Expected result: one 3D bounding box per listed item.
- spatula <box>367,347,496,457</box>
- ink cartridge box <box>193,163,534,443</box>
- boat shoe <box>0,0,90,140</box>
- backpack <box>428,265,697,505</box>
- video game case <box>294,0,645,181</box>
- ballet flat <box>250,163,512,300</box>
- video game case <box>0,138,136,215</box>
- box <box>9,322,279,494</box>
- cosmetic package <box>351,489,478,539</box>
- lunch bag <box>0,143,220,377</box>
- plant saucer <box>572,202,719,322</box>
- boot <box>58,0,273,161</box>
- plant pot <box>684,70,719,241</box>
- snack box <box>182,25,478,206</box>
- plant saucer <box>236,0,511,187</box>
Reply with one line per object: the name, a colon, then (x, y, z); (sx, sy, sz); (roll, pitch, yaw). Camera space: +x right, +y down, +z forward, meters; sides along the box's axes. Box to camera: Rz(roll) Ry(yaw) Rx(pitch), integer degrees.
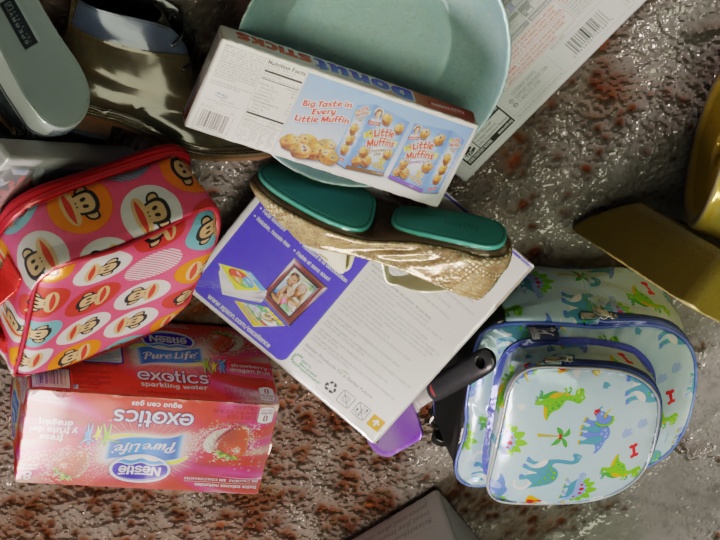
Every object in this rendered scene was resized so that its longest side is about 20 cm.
spatula: (0.054, 0.100, 1.493); (0.020, 0.057, 0.200); (-16, 168, -32)
ink cartridge box: (0.000, 0.000, 1.429); (0.198, 0.043, 0.200); (40, 112, -5)
boat shoe: (-0.264, -0.177, 1.274); (0.071, 0.090, 0.202); (-33, 103, -39)
backpack: (0.173, 0.097, 1.518); (0.198, 0.147, 0.185); (-3, 126, -14)
video game case: (0.078, -0.190, 1.362); (0.181, 0.046, 0.200); (35, 110, -29)
ballet flat: (0.010, -0.021, 1.365); (0.198, 0.071, 0.066); (17, 126, 8)
video game case: (-0.260, -0.022, 1.328); (0.182, 0.200, 0.023); (-44, 77, 16)
box: (-0.171, 0.105, 1.469); (0.198, 0.100, 0.096); (4, 124, -16)
cosmetic package: (0.064, 0.340, 1.644); (0.164, 0.166, 0.200); (-31, 125, 8)
lunch bag: (-0.200, 0.002, 1.336); (0.175, 0.082, 0.200); (-23, 162, -28)
plant saucer: (0.291, 0.012, 1.468); (0.199, 0.200, 0.049); (24, 98, -27)
boot: (-0.126, -0.139, 1.332); (0.198, 0.075, 0.098); (6, 125, -15)
plant pot: (0.354, -0.073, 1.428); (0.187, 0.201, 0.202); (12, 121, -2)
snack box: (-0.020, -0.106, 1.308); (0.198, 0.024, 0.072); (17, 117, -21)
plant saucer: (0.006, -0.155, 1.320); (0.199, 0.039, 0.203); (-5, 124, -8)
